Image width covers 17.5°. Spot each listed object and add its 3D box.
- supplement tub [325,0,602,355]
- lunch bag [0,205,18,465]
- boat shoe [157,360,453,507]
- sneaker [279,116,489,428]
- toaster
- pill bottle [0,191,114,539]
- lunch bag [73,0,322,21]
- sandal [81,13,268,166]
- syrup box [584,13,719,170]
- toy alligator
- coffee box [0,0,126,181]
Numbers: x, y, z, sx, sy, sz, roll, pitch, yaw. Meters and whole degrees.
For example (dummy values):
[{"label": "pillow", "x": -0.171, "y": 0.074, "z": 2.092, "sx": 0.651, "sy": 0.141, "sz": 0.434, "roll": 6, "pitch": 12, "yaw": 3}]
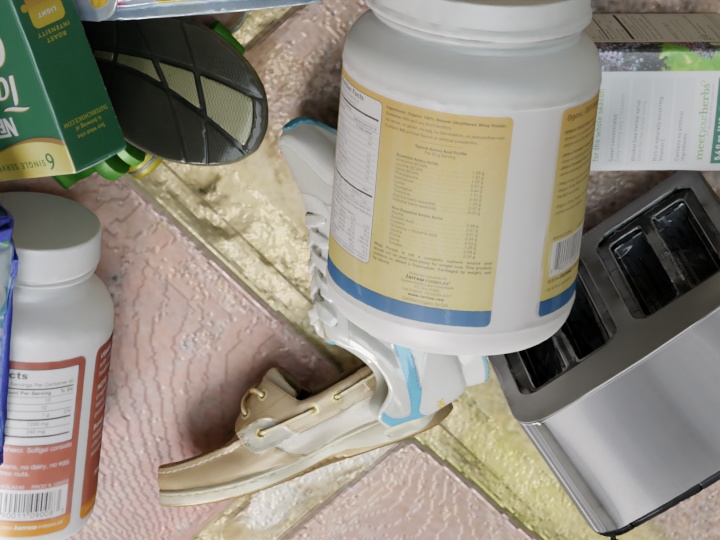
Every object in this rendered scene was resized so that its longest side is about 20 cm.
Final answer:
[{"label": "supplement tub", "x": 0.058, "y": -0.069, "z": 1.298, "sx": 0.144, "sy": 0.145, "sz": 0.201, "roll": 1, "pitch": 113, "yaw": -9}, {"label": "lunch bag", "x": -0.293, "y": 0.048, "z": 1.308, "sx": 0.199, "sy": 0.128, "sz": 0.171, "roll": -5, "pitch": 122, "yaw": -21}, {"label": "boat shoe", "x": -0.043, "y": 0.094, "z": 1.500, "sx": 0.199, "sy": 0.074, "sz": 0.070, "roll": -20, "pitch": 94, "yaw": 2}, {"label": "sneaker", "x": 0.000, "y": 0.000, "z": 1.424, "sx": 0.081, "sy": 0.076, "sz": 0.201, "roll": -31, "pitch": 96, "yaw": -9}, {"label": "toaster", "x": 0.178, "y": 0.053, "z": 1.436, "sx": 0.180, "sy": 0.200, "sz": 0.119, "roll": -34, "pitch": 120, "yaw": 9}, {"label": "pill bottle", "x": -0.209, "y": 0.060, "z": 1.428, "sx": 0.111, "sy": 0.112, "sz": 0.201, "roll": 4, "pitch": 115, "yaw": -10}, {"label": "lunch bag", "x": -0.122, "y": -0.230, "z": 1.295, "sx": 0.199, "sy": 0.127, "sz": 0.171, "roll": -2, "pitch": 116, "yaw": 5}, {"label": "sandal", "x": -0.132, "y": -0.115, "z": 1.347, "sx": 0.200, "sy": 0.057, "sz": 0.080, "roll": 18, "pitch": 101, "yaw": 31}, {"label": "syrup box", "x": 0.130, "y": -0.108, "z": 1.414, "sx": 0.199, "sy": 0.082, "sz": 0.079, "roll": -1, "pitch": 113, "yaw": -9}, {"label": "toy alligator", "x": -0.108, "y": -0.110, "z": 1.392, "sx": 0.200, "sy": 0.054, "sz": 0.059, "roll": -39, "pitch": 115, "yaw": 11}, {"label": "coffee box", "x": -0.212, "y": -0.147, "z": 1.303, "sx": 0.044, "sy": 0.123, "sz": 0.201, "roll": -31, "pitch": 110, "yaw": -38}]
